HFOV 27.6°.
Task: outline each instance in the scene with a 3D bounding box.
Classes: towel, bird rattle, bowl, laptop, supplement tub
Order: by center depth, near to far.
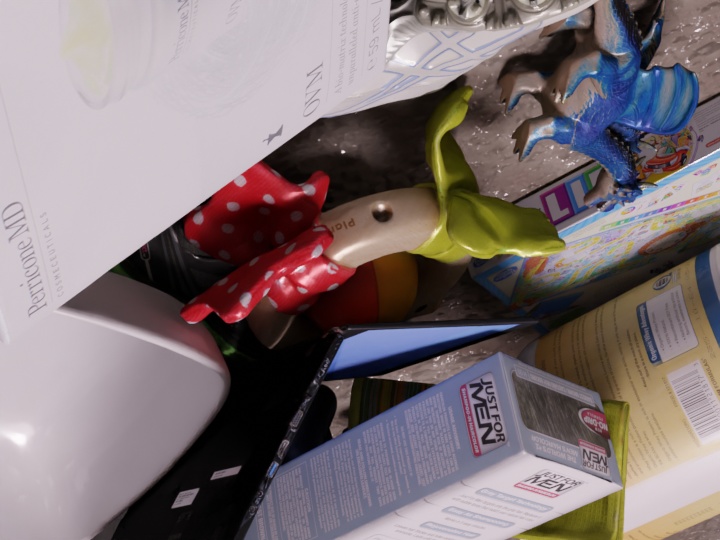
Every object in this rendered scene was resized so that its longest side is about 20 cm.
[{"bbox_3d":[-0.187,0.056,0.739,0.198,0.075,0.200,19,132,-36],"label":"bowl"},{"bbox_3d":[0.000,0.000,0.748,0.199,0.113,0.164,-26,157,-23],"label":"bird rattle"},{"bbox_3d":[-0.027,0.096,0.773,0.103,0.201,0.177,36,152,-17],"label":"laptop"},{"bbox_3d":[0.069,0.113,0.875,0.199,0.087,0.018,1,178,40],"label":"towel"},{"bbox_3d":[0.181,0.085,0.898,0.199,0.146,0.144,-29,144,23],"label":"supplement tub"}]

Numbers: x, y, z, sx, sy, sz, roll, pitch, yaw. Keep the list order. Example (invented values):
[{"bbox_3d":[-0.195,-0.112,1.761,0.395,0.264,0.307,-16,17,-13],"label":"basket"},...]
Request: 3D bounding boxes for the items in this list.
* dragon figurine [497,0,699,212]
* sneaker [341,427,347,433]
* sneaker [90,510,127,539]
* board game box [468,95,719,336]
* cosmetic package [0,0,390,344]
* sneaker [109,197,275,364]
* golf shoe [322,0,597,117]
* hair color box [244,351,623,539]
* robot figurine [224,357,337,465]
[{"bbox_3d":[0.134,-0.101,0.746,0.098,0.059,0.201,-3,149,-18],"label":"dragon figurine"},{"bbox_3d":[0.002,0.168,1.098,0.089,0.067,0.201,0,141,-15],"label":"sneaker"},{"bbox_3d":[-0.126,0.110,0.852,0.070,0.201,0.099,-6,147,-52],"label":"sneaker"},{"bbox_3d":[0.178,-0.027,0.895,0.199,0.034,0.134,-28,144,20],"label":"board game box"},{"bbox_3d":[-0.094,-0.117,0.505,0.199,0.123,0.200,-37,155,-23],"label":"cosmetic package"},{"bbox_3d":[-0.061,-0.004,0.806,0.083,0.077,0.199,-28,146,28],"label":"sneaker"},{"bbox_3d":[0.039,-0.125,0.685,0.198,0.079,0.097,-16,165,14],"label":"golf shoe"},{"bbox_3d":[0.035,0.123,0.824,0.199,0.061,0.099,-30,146,31],"label":"hair color box"},{"bbox_3d":[-0.094,0.139,0.958,0.124,0.151,0.200,-11,153,-44],"label":"robot figurine"}]
